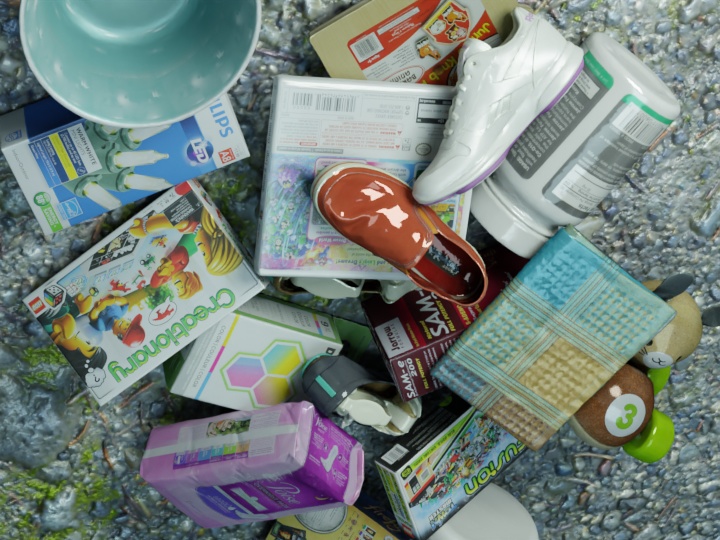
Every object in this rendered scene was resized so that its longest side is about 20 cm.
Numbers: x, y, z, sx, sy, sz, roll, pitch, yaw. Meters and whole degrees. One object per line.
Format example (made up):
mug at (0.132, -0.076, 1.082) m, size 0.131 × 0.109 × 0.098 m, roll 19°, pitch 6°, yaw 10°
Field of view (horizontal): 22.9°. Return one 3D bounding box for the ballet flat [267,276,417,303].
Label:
ballet flat at (0.000, 0.000, 1.718) m, size 0.198 × 0.073 × 0.068 m, roll 1°, pitch 125°, yaw -16°

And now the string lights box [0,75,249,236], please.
string lights box at (-0.211, -0.119, 1.585) m, size 0.199 × 0.059 × 0.103 m, roll -21°, pitch 128°, yaw 0°

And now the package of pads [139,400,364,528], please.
package of pads at (-0.107, 0.196, 1.775) m, size 0.199 × 0.076 × 0.120 m, roll -13°, pitch 143°, yaw 30°

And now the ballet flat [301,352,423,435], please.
ballet flat at (0.016, 0.134, 1.776) m, size 0.073 × 0.073 × 0.200 m, roll -44°, pitch 147°, yaw 16°

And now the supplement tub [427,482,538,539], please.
supplement tub at (0.094, 0.338, 1.935) m, size 0.144 × 0.145 × 0.201 m, roll 12°, pitch 121°, yaw -22°

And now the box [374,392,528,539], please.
box at (0.109, 0.179, 1.841) m, size 0.200 × 0.035 × 0.111 m, roll -39°, pitch 131°, yaw -23°

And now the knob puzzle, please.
knob puzzle at (0.071, -0.189, 1.631) m, size 0.218 × 0.031 × 0.221 m, roll -7°, pitch 125°, yaw -11°

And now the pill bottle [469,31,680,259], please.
pill bottle at (0.195, -0.114, 1.666) m, size 0.113 × 0.113 × 0.200 m, roll 30°, pitch 112°, yaw -30°

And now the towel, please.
towel at (0.182, 0.066, 1.691) m, size 0.146 × 0.022 × 0.200 m, roll 37°, pitch 108°, yaw -18°

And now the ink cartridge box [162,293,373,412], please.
ink cartridge box at (-0.085, 0.088, 1.764) m, size 0.199 × 0.059 × 0.104 m, roll 17°, pitch 116°, yaw -26°

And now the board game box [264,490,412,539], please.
board game box at (-0.042, 0.319, 1.905) m, size 0.135 × 0.035 × 0.201 m, roll 35°, pitch 117°, yaw 12°

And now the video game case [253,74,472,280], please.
video game case at (0.008, -0.082, 1.623) m, size 0.198 × 0.024 × 0.183 m, roll 2°, pitch 107°, yaw -19°

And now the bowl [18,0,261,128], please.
bowl at (-0.188, -0.232, 1.485) m, size 0.199 × 0.105 × 0.202 m, roll -7°, pitch 126°, yaw -10°

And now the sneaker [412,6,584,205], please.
sneaker at (0.106, -0.147, 1.594) m, size 0.100 × 0.075 × 0.200 m, roll 42°, pitch 87°, yaw -7°

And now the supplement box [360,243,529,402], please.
supplement box at (0.111, 0.042, 1.749) m, size 0.199 × 0.109 × 0.061 m, roll -23°, pitch 126°, yaw -3°

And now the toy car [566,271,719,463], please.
toy car at (0.287, 0.074, 1.764) m, size 0.164 × 0.159 × 0.200 m, roll 27°, pitch 136°, yaw -27°

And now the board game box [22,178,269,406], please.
board game box at (-0.201, 0.019, 1.666) m, size 0.199 × 0.035 × 0.127 m, roll -36°, pitch 95°, yaw 11°

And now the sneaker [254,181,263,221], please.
sneaker at (0.007, -0.073, 1.668) m, size 0.198 × 0.074 × 0.089 m, roll 5°, pitch 125°, yaw -18°

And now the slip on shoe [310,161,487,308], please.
slip on shoe at (0.041, -0.031, 1.604) m, size 0.200 × 0.061 × 0.074 m, roll 36°, pitch 96°, yaw -23°
